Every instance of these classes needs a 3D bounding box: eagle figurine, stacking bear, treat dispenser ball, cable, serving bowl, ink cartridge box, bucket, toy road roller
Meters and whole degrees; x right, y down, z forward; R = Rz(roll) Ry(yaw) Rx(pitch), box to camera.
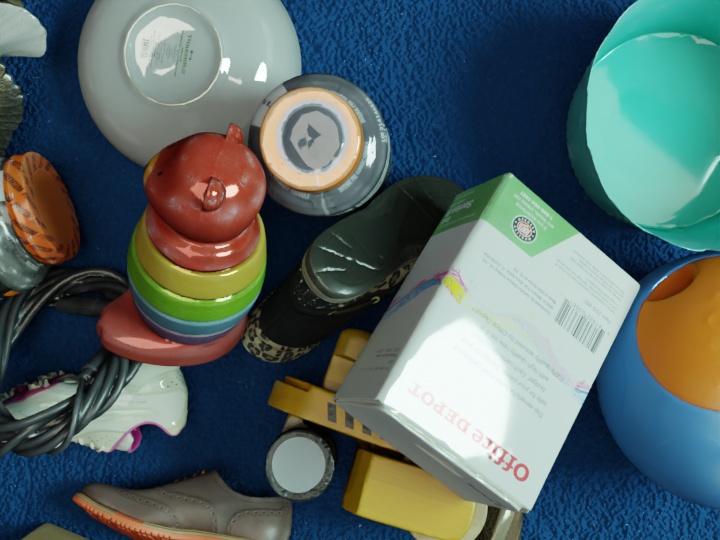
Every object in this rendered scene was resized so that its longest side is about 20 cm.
[{"bbox_3d":[-0.362,-0.163,0.764,0.151,0.151,0.201,27,84,-9],"label":"eagle figurine"},{"bbox_3d":[-0.122,-0.022,0.670,0.113,0.200,0.122,22,53,-3],"label":"stacking bear"},{"bbox_3d":[0.287,0.084,0.701,0.200,0.201,0.202,0,93,3],"label":"treat dispenser ball"},{"bbox_3d":[-0.251,0.075,0.752,0.163,0.200,0.051,-24,131,-15],"label":"cable"},{"bbox_3d":[-0.154,-0.181,0.778,0.199,0.066,0.201,0,93,4],"label":"serving bowl"},{"bbox_3d":[0.096,0.055,0.671,0.145,0.087,0.200,37,68,-16],"label":"ink cartridge box"},{"bbox_3d":[0.265,-0.119,0.723,0.206,0.135,0.208,0,94,3],"label":"bucket"},{"bbox_3d":[0.018,0.136,0.762,0.199,0.123,0.147,19,83,2],"label":"toy road roller"}]

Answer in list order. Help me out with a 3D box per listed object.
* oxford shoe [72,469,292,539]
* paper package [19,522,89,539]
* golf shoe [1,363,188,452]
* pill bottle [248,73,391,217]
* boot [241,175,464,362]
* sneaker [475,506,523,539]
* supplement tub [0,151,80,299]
[{"bbox_3d":[-0.157,0.214,0.811,0.199,0.071,0.073,13,66,5],"label":"oxford shoe"},{"bbox_3d":[-0.241,0.314,0.745,0.190,0.200,0.104,23,94,2],"label":"paper package"},{"bbox_3d":[-0.247,0.129,0.799,0.199,0.075,0.092,-17,96,5],"label":"golf shoe"},{"bbox_3d":[-0.029,-0.095,0.708,0.106,0.200,0.107,0,93,3],"label":"pill bottle"},{"bbox_3d":[-0.001,-0.001,0.769,0.074,0.203,0.154,55,137,7],"label":"boot"},{"bbox_3d":[0.112,0.285,0.800,0.075,0.070,0.201,19,98,-17],"label":"sneaker"},{"bbox_3d":[-0.353,-0.024,0.769,0.199,0.123,0.123,-19,92,5],"label":"supplement tub"}]
